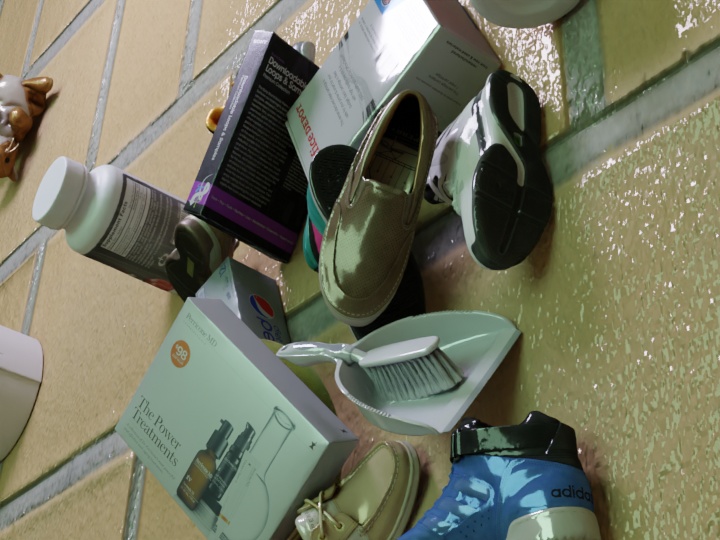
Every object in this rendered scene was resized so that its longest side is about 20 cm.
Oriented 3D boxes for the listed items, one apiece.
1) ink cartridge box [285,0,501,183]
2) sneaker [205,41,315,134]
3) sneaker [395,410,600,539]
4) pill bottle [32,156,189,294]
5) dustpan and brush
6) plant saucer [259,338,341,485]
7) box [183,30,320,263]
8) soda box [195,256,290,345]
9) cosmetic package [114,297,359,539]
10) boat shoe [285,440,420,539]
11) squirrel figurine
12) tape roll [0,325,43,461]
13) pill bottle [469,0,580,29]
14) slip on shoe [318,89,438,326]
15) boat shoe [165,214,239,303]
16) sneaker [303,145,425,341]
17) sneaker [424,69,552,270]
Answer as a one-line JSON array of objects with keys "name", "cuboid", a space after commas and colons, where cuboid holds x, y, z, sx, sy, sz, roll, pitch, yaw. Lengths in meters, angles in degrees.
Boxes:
[{"name": "ink cartridge box", "cuboid": [0.026, -0.172, 1.186, 0.201, 0.084, 0.147, -51, 35, 23]}, {"name": "sneaker", "cuboid": [-0.111, -0.193, 1.384, 0.200, 0.076, 0.079, -44, 30, 47]}, {"name": "sneaker", "cuboid": [0.077, 0.169, 0.875, 0.199, 0.076, 0.113, -32, 50, 36]}, {"name": "pill bottle", "cuboid": [-0.281, -0.057, 1.452, 0.110, 0.199, 0.112, -36, 40, 38]}, {"name": "dustpan and brush", "cuboid": [0.012, 0.074, 0.977, 0.198, 0.058, 0.140, -12, 25, 42]}, {"name": "plant saucer", "cuboid": [-0.104, 0.163, 1.110, 0.198, 0.031, 0.203, -2, 86, 34]}, {"name": "box", "cuboid": [-0.092, -0.127, 1.273, 0.036, 0.142, 0.202, 17, 81, 41]}, {"name": "soda box", "cuboid": [-0.113, 0.081, 1.230, 0.063, 0.068, 0.201, -46, 37, 23]}, {"name": "cosmetic package", "cuboid": [-0.113, 0.143, 1.069, 0.200, 0.051, 0.152, 41, 107, 29]}, {"name": "boat shoe", "cuboid": [-0.025, 0.220, 1.001, 0.201, 0.069, 0.074, -58, 32, 11]}, {"name": "squirrel figurine", "cuboid": [-0.658, -0.253, 2.249, 0.200, 0.140, 0.190, 154, 123, -64]}, {"name": "tape roll", "cuboid": [-0.573, 0.170, 1.787, 0.202, 0.138, 0.205, -36, 41, 39]}, {"name": "pill bottle", "cuboid": [0.138, -0.322, 1.097, 0.112, 0.111, 0.202, -38, 40, 36]}, {"name": "slip on shoe", "cuboid": [0.017, -0.055, 1.013, 0.061, 0.075, 0.202, 95, -163, -75]}, {"name": "boat shoe", "cuboid": [-0.165, -0.017, 1.357, 0.076, 0.072, 0.200, -41, -4, -24]}, {"name": "sneaker", "cuboid": [0.000, 0.000, 1.101, 0.121, 0.083, 0.203, 101, 153, -75]}, {"name": "sneaker", "cuboid": [0.099, -0.063, 1.030, 0.115, 0.075, 0.202, -43, 29, 45]}]
